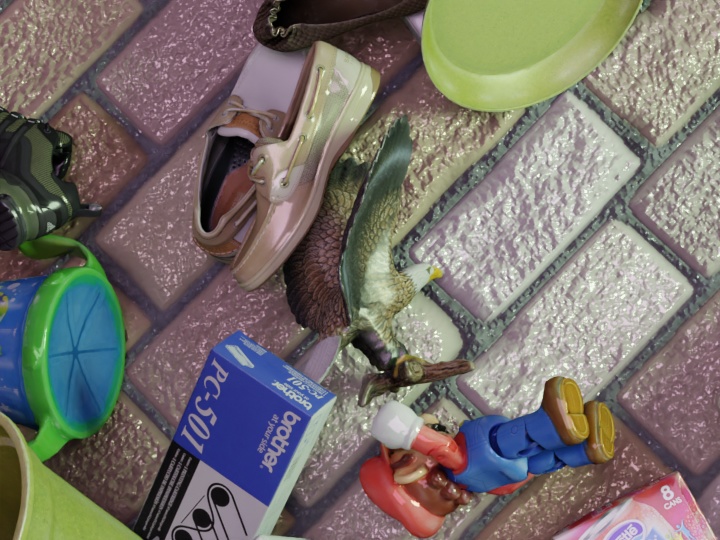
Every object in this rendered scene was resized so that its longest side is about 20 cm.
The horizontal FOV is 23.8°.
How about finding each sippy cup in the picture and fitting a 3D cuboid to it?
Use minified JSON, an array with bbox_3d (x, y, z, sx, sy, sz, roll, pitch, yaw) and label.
[{"bbox_3d":[-0.274,0.064,1.354,0.130,0.178,0.140,0,116,19],"label":"sippy cup"}]

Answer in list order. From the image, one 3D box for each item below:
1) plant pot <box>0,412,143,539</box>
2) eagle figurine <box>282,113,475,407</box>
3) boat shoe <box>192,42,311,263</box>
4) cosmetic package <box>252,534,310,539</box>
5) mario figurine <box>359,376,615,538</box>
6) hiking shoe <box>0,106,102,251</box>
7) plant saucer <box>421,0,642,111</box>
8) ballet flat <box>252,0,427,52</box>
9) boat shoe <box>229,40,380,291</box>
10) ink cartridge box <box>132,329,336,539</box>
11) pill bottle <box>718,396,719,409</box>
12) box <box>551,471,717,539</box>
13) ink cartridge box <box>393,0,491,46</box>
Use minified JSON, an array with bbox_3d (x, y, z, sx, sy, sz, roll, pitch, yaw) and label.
[{"bbox_3d":[-0.254,0.224,1.257,0.200,0.184,0.201,-19,54,29],"label":"plant pot"},{"bbox_3d":[0.004,-0.001,1.324,0.151,0.151,0.200,-20,88,19],"label":"eagle figurine"},{"bbox_3d":[-0.085,-0.106,1.379,0.075,0.068,0.201,13,81,13],"label":"boat shoe"},{"bbox_3d":[-0.033,0.304,1.234,0.123,0.199,0.200,-41,77,0],"label":"cosmetic package"},{"bbox_3d":[0.085,0.124,1.293,0.200,0.106,0.124,-22,108,27],"label":"mario figurine"},{"bbox_3d":[-0.294,-0.097,1.415,0.100,0.076,0.200,-14,54,-34],"label":"hiking shoe"},{"bbox_3d":[0.130,-0.212,1.315,0.200,0.200,0.031,-34,51,1],"label":"plant saucer"},{"bbox_3d":[-0.002,-0.221,1.323,0.200,0.046,0.068,-19,86,27],"label":"ballet flat"},{"bbox_3d":[-0.057,-0.081,1.326,0.065,0.072,0.200,28,91,-17],"label":"boat shoe"},{"bbox_3d":[-0.100,0.153,1.298,0.094,0.044,0.200,33,120,14],"label":"ink cartridge box"},{"bbox_3d":[0.373,0.068,1.256,0.200,0.120,0.120,-45,77,-1],"label":"pill bottle"},{"bbox_3d":[0.201,0.207,1.216,0.100,0.200,0.096,-28,80,3],"label":"box"},{"bbox_3d":[0.060,-0.291,1.382,0.145,0.083,0.200,-34,77,3],"label":"ink cartridge box"}]
